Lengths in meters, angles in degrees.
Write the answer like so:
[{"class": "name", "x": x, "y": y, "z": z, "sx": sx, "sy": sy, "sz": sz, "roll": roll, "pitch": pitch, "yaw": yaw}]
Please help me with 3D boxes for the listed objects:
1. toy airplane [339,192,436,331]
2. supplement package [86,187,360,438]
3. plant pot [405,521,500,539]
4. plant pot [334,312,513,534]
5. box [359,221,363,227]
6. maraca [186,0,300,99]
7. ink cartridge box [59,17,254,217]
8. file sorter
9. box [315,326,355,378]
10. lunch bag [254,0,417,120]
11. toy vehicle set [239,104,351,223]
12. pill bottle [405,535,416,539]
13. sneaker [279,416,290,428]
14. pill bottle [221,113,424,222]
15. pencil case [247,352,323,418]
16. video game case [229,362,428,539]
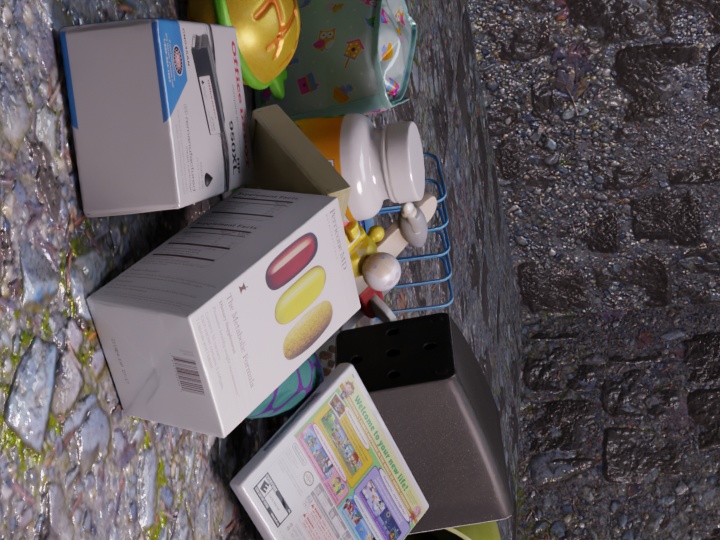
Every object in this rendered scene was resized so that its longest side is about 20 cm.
[{"class": "toy airplane", "x": 0.000, "y": 0.000, "z": 1.395, "sx": 0.198, "sy": 0.141, "sz": 0.201, "roll": 3, "pitch": 102, "yaw": -37}, {"class": "supplement package", "x": -0.104, "y": 0.026, "z": 0.969, "sx": 0.200, "sy": 0.109, "sz": 0.114, "roll": -43, "pitch": 130, "yaw": -44}, {"class": "plant pot", "x": 0.099, "y": 0.340, "z": 1.447, "sx": 0.200, "sy": 0.186, "sz": 0.188, "roll": -46, "pitch": 130, "yaw": -66}, {"class": "plant pot", "x": 0.055, "y": 0.164, "z": 1.354, "sx": 0.200, "sy": 0.198, "sz": 0.178, "roll": -88, "pitch": 166, "yaw": -61}, {"class": "box", "x": -0.032, "y": -0.027, "z": 1.568, "sx": 0.200, "sy": 0.047, "sz": 0.123, "roll": -3, "pitch": 87, "yaw": -76}, {"class": "maraca", "x": -0.109, "y": -0.245, "z": 1.191, "sx": 0.200, "sy": 0.106, "sz": 0.138, "roll": 30, "pitch": 55, "yaw": -74}, {"class": "ink cartridge box", "x": -0.160, "y": -0.130, "z": 0.983, "sx": 0.200, "sy": 0.084, "sz": 0.146, "roll": -42, "pitch": 127, "yaw": -75}, {"class": "file sorter", "x": 0.065, "y": -0.054, "z": 1.732, "sx": 0.139, "sy": 0.122, "sz": 0.201, "roll": -98, "pitch": -179, "yaw": -53}, {"class": "box", "x": -0.040, "y": 0.108, "z": 1.502, "sx": 0.200, "sy": 0.038, "sz": 0.042, "roll": -77, "pitch": 159, "yaw": -52}, {"class": "lunch bag", "x": -0.031, "y": -0.240, "z": 1.384, "sx": 0.122, "sy": 0.169, "sz": 0.201, "roll": 59, "pitch": 29, "yaw": -46}, {"class": "toy vehicle set", "x": -0.071, "y": -0.037, "z": 1.099, "sx": 0.124, "sy": 0.026, "sz": 0.201, "roll": 50, "pitch": -37, "yaw": 31}, {"class": "pill bottle", "x": 0.034, "y": 0.358, "z": 1.584, "sx": 0.200, "sy": 0.104, "sz": 0.105, "roll": -75, "pitch": 156, "yaw": -56}, {"class": "sneaker", "x": -0.072, "y": 0.200, "z": 1.275, "sx": 0.200, "sy": 0.072, "sz": 0.115, "roll": -61, "pitch": 148, "yaw": -86}, {"class": "pill bottle", "x": -0.038, "y": -0.105, "z": 1.240, "sx": 0.111, "sy": 0.199, "sz": 0.112, "roll": -5, "pitch": 90, "yaw": -77}, {"class": "pencil case", "x": -0.101, "y": 0.099, "z": 1.154, "sx": 0.092, "sy": 0.085, "sz": 0.200, "roll": 42, "pitch": 3, "yaw": 15}, {"class": "video game case", "x": -0.025, "y": 0.227, "z": 1.197, "sx": 0.182, "sy": 0.022, "sz": 0.201, "roll": -45, "pitch": 119, "yaw": -35}]
